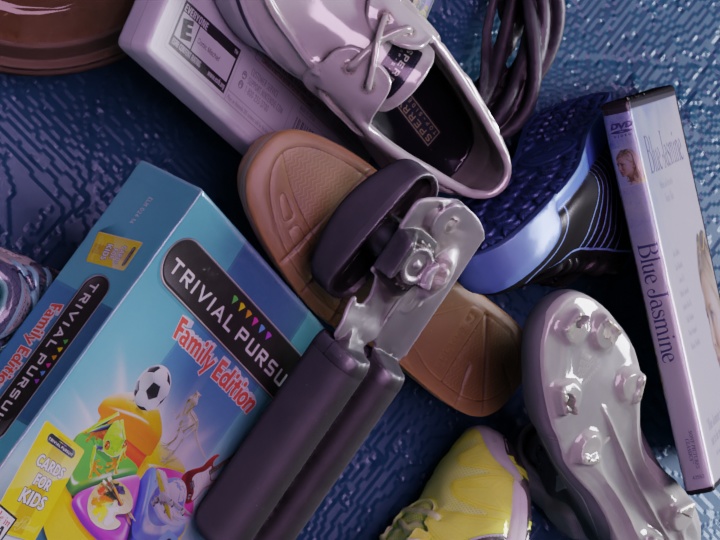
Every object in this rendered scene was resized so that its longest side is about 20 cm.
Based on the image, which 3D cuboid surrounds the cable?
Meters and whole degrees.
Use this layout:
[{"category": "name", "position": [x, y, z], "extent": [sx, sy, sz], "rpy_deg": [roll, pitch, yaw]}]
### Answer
[{"category": "cable", "position": [0.049, -0.151, 1.456], "extent": [0.163, 0.051, 0.201], "rpy_deg": [30, 76, -54]}]

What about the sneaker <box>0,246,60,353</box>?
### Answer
[{"category": "sneaker", "position": [-0.168, 0.026, 1.347], "extent": [0.199, 0.086, 0.078], "rpy_deg": [16, 79, -28]}]

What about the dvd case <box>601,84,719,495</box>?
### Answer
[{"category": "dvd case", "position": [0.165, 0.006, 1.503], "extent": [0.017, 0.143, 0.201], "rpy_deg": [-12, 93, 17]}]

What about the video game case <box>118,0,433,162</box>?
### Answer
[{"category": "video game case", "position": [-0.028, -0.144, 1.411], "extent": [0.200, 0.022, 0.183], "rpy_deg": [41, 67, -53]}]

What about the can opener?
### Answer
[{"category": "can opener", "position": [-0.015, 0.041, 1.366], "extent": [0.053, 0.067, 0.200], "rpy_deg": [24, 105, -48]}]

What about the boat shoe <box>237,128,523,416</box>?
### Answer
[{"category": "boat shoe", "position": [0.000, 0.000, 1.431], "extent": [0.074, 0.069, 0.200], "rpy_deg": [-50, 123, -10]}]

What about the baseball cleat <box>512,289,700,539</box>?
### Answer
[{"category": "baseball cleat", "position": [0.103, 0.083, 1.461], "extent": [0.070, 0.106, 0.201], "rpy_deg": [-43, 129, -25]}]

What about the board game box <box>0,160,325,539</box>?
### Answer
[{"category": "board game box", "position": [-0.109, 0.074, 1.349], "extent": [0.200, 0.047, 0.151], "rpy_deg": [-55, 139, -12]}]

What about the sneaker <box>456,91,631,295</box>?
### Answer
[{"category": "sneaker", "position": [0.100, -0.021, 1.455], "extent": [0.078, 0.070, 0.200], "rpy_deg": [67, 29, -16]}]

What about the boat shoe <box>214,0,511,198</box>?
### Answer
[{"category": "boat shoe", "position": [0.004, -0.099, 1.366], "extent": [0.072, 0.066, 0.200], "rpy_deg": [-48, 129, -12]}]

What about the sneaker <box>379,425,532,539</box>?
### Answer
[{"category": "sneaker", "position": [0.021, 0.164, 1.443], "extent": [0.076, 0.075, 0.201], "rpy_deg": [31, 72, -22]}]

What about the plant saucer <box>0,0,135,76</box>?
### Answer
[{"category": "plant saucer", "position": [-0.151, -0.190, 1.361], "extent": [0.199, 0.029, 0.201], "rpy_deg": [-1, 100, -6]}]
